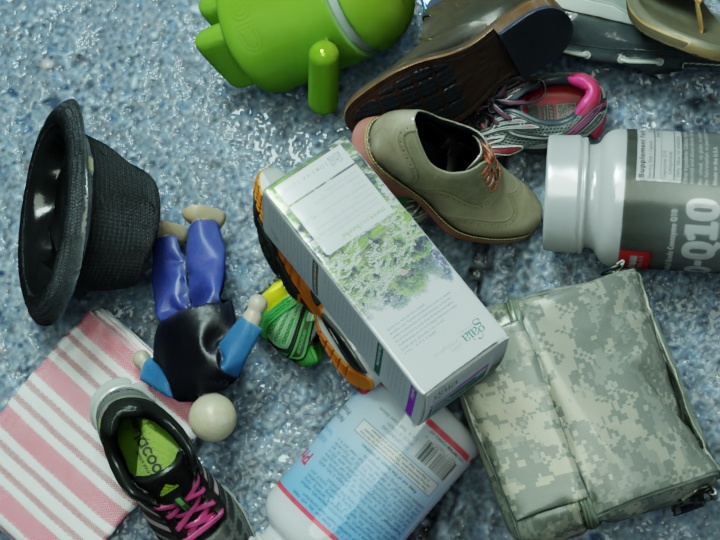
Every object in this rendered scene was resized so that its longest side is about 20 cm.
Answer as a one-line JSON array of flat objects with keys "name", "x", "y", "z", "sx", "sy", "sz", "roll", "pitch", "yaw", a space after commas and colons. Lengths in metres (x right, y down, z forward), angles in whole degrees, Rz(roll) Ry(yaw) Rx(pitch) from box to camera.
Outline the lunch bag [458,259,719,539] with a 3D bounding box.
[{"name": "lunch bag", "x": 0.174, "y": 0.109, "z": 1.154, "sx": 0.167, "sy": 0.139, "sz": 0.201, "roll": -21, "pitch": 75, "yaw": 9}]

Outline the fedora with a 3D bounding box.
[{"name": "fedora", "x": -0.227, "y": -0.045, "z": 1.246, "sx": 0.091, "sy": 0.200, "sz": 0.202, "roll": 10, "pitch": 77, "yaw": -26}]

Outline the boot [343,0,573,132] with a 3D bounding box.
[{"name": "boot", "x": 0.071, "y": -0.181, "z": 1.220, "sx": 0.199, "sy": 0.075, "sz": 0.097, "roll": -24, "pitch": 40, "yaw": 3}]

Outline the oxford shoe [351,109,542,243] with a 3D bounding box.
[{"name": "oxford shoe", "x": 0.087, "y": -0.074, "z": 1.186, "sx": 0.075, "sy": 0.199, "sz": 0.071, "roll": -17, "pitch": 61, "yaw": 46}]

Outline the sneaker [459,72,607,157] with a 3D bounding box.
[{"name": "sneaker", "x": 0.110, "y": -0.132, "z": 1.248, "sx": 0.199, "sy": 0.075, "sz": 0.081, "roll": -14, "pitch": 77, "yaw": 5}]

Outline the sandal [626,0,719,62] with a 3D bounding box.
[{"name": "sandal", "x": 0.260, "y": -0.239, "z": 1.212, "sx": 0.080, "sy": 0.054, "sz": 0.200, "roll": 9, "pitch": 40, "yaw": -12}]

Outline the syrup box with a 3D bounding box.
[{"name": "syrup box", "x": 0.015, "y": 0.008, "z": 1.086, "sx": 0.079, "sy": 0.081, "sz": 0.200, "roll": -34, "pitch": 74, "yaw": -15}]

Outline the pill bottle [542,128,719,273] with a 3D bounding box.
[{"name": "pill bottle", "x": 0.250, "y": -0.056, "z": 1.195, "sx": 0.199, "sy": 0.114, "sz": 0.114, "roll": 3, "pitch": 79, "yaw": 8}]

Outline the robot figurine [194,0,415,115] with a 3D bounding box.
[{"name": "robot figurine", "x": -0.041, "y": -0.225, "z": 1.249, "sx": 0.199, "sy": 0.116, "sz": 0.176, "roll": -18, "pitch": 49, "yaw": 24}]

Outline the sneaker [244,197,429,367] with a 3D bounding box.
[{"name": "sneaker", "x": 0.000, "y": 0.000, "z": 1.241, "sx": 0.200, "sy": 0.078, "sz": 0.085, "roll": -44, "pitch": 83, "yaw": 6}]

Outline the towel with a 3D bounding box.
[{"name": "towel", "x": -0.238, "y": 0.150, "z": 1.257, "sx": 0.146, "sy": 0.030, "sz": 0.200, "roll": 40, "pitch": 86, "yaw": 11}]

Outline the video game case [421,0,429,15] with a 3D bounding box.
[{"name": "video game case", "x": 0.113, "y": -0.332, "z": 1.318, "sx": 0.142, "sy": 0.018, "sz": 0.201, "roll": -9, "pitch": 77, "yaw": 4}]

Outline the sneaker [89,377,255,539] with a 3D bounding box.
[{"name": "sneaker", "x": -0.153, "y": 0.178, "z": 1.191, "sx": 0.074, "sy": 0.087, "sz": 0.200, "roll": -34, "pitch": 96, "yaw": -6}]

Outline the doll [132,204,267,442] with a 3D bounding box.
[{"name": "doll", "x": -0.133, "y": 0.046, "z": 1.225, "sx": 0.136, "sy": 0.048, "sz": 0.201, "roll": -20, "pitch": 64, "yaw": 24}]

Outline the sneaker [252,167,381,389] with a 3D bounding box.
[{"name": "sneaker", "x": -0.013, "y": -0.005, "z": 1.178, "sx": 0.092, "sy": 0.076, "sz": 0.200, "roll": -28, "pitch": 76, "yaw": -18}]

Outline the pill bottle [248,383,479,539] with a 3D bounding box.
[{"name": "pill bottle", "x": -0.005, "y": 0.180, "z": 1.178, "sx": 0.109, "sy": 0.109, "sz": 0.200, "roll": 41, "pitch": 85, "yaw": 13}]

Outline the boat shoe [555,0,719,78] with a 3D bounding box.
[{"name": "boat shoe", "x": 0.245, "y": -0.198, "z": 1.254, "sx": 0.199, "sy": 0.076, "sz": 0.061, "roll": 15, "pitch": 120, "yaw": 0}]
